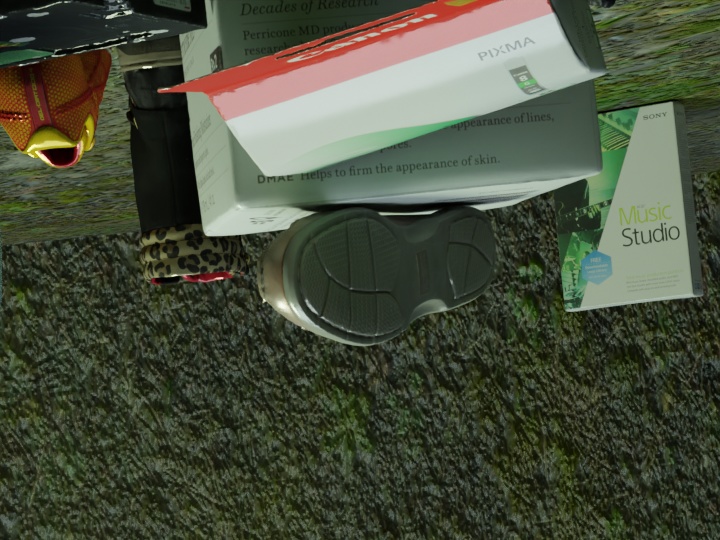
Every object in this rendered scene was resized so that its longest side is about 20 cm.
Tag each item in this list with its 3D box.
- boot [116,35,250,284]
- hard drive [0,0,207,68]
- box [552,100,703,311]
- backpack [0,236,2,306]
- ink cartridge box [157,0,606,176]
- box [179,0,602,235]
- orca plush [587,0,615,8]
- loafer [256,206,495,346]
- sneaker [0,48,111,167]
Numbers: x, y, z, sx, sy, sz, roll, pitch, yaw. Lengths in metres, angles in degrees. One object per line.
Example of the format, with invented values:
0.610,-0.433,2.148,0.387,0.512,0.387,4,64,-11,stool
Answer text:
-0.107,-0.068,1.313,0.073,0.152,0.200,-7,178,2,boot
-0.193,-0.125,1.015,0.199,0.038,0.140,-9,178,24,hard drive
0.271,-0.065,2.128,0.144,0.201,0.036,-8,173,28,box
-0.254,-0.012,1.018,0.152,0.177,0.200,-2,-179,-21,backpack
0.018,-0.083,0.916,0.160,0.050,0.200,-17,-177,15,ink cartridge box
0.010,-0.098,1.140,0.199,0.132,0.199,-6,178,-9,box
0.090,-0.146,0.900,0.105,0.072,0.200,-7,178,13,orca plush
0.000,0.000,1.106,0.063,0.072,0.200,1,-175,34,loafer
-0.180,-0.098,1.186,0.073,0.078,0.200,-8,-172,2,sneaker
